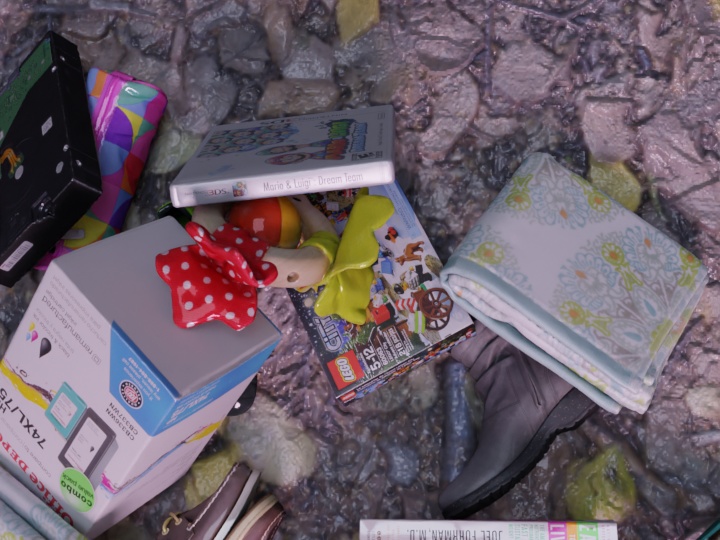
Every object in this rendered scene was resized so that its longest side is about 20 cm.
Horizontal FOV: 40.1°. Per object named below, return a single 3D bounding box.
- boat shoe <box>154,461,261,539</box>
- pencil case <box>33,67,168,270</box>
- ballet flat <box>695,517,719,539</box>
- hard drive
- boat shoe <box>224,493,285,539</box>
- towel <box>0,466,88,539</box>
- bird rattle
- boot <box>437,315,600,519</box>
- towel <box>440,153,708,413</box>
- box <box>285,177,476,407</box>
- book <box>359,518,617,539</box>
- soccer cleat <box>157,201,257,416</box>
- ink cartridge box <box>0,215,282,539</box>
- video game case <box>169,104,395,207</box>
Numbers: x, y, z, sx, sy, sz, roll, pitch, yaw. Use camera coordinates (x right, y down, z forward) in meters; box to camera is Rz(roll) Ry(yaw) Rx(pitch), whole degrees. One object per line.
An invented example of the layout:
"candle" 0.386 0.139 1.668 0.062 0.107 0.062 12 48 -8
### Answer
"boat shoe" -0.158 0.251 0.865 0.059 0.072 0.202 32 90 7
"pencil case" -0.248 -0.088 0.925 0.087 0.088 0.204 16 81 8
"ballet flat" 0.274 0.245 0.788 0.197 0.068 0.076 -16 63 -27
"hard drive" -0.297 -0.103 0.893 0.139 0.038 0.202 -40 50 22
"boat shoe" -0.105 0.291 0.847 0.071 0.072 0.203 28 92 11
"towel" -0.269 0.257 0.815 0.198 0.173 0.048 30 45 24
"bird rattle" -0.078 -0.016 0.814 0.196 0.115 0.163 -8 35 -25
"boot" 0.117 0.114 0.871 0.199 0.070 0.132 -40 71 -7
"towel" 0.187 0.008 0.844 0.199 0.048 0.171 36 54 9
"box" 0.000 0.000 0.888 0.135 0.038 0.202 -28 67 0
"book" 0.102 0.223 0.808 0.195 0.134 0.049 -1 70 6
"soccer cleat" -0.146 0.034 0.894 0.066 0.081 0.204 -19 79 2
"ink cartridge box" -0.195 0.091 0.816 0.147 0.146 0.201 44 122 11
"video game case" -0.058 -0.104 0.860 0.178 0.201 0.024 -6 112 5
